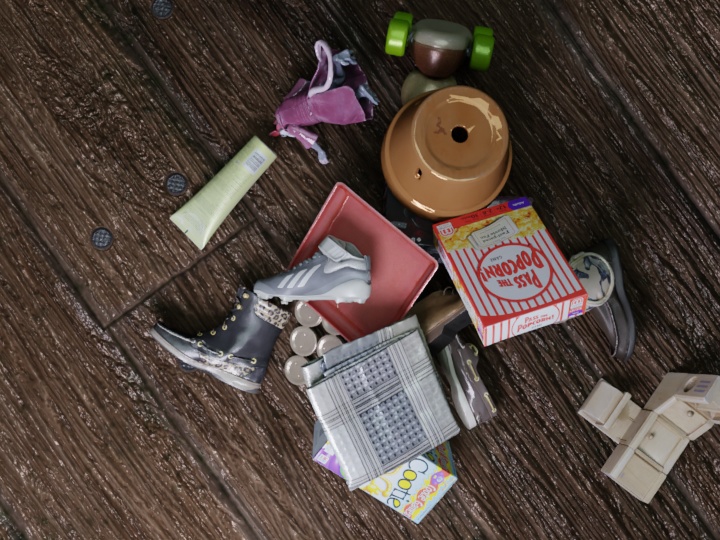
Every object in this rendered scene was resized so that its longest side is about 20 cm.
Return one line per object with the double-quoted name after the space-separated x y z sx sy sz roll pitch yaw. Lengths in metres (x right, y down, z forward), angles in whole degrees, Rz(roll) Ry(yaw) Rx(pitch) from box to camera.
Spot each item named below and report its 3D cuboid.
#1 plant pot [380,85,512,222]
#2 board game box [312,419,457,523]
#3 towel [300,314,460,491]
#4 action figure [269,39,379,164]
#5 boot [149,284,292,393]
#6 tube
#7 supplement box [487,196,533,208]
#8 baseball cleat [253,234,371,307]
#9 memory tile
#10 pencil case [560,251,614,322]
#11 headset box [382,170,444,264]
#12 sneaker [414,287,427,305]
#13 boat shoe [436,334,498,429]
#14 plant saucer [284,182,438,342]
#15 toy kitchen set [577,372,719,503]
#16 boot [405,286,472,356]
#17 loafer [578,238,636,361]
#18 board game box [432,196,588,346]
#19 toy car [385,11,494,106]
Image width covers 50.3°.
0.134 -0.179 1.114 0.198 0.140 0.202 0 85 -3 "plant pot"
0.036 0.278 1.187 0.199 0.105 0.103 34 106 -13 "board game box"
0.031 0.186 1.098 0.192 0.035 0.201 -24 97 -12 "towel"
-0.076 -0.255 1.218 0.199 0.149 0.135 -21 78 30 "action figure"
-0.221 0.092 1.239 0.199 0.073 0.151 29 89 -3 "boot"
-0.223 -0.134 1.264 0.200 0.058 0.052 -48 131 1 "tube"
0.223 -0.012 1.231 0.085 0.110 0.202 1 88 -1 "supplement box"
-0.071 0.000 1.157 0.199 0.070 0.107 1 89 24 "baseball cleat"
-0.042 0.103 1.233 0.152 0.017 0.202 14 99 21 "memory tile"
0.320 0.028 1.187 0.078 0.200 0.090 -40 84 -13 "pencil case"
0.110 -0.117 1.228 0.147 0.075 0.201 5 69 -3 "headset box"
0.020 0.001 1.257 0.199 0.076 0.077 32 125 -8 "sneaker"
0.165 0.154 1.245 0.059 0.072 0.201 -21 92 -8 "boat shoe"
0.000 0.000 1.166 0.200 0.037 0.200 40 117 14 "plant saucer"
0.455 0.238 1.189 0.163 0.180 0.200 37 83 2 "toy kitchen set"
0.148 0.045 1.154 0.200 0.074 0.076 -37 58 8 "boot"
0.398 0.051 1.257 0.071 0.073 0.202 -10 80 4 "loafer"
0.207 -0.004 1.089 0.150 0.046 0.201 -18 51 -6 "board game box"
0.116 -0.301 1.252 0.163 0.158 0.201 11 116 3 "toy car"
